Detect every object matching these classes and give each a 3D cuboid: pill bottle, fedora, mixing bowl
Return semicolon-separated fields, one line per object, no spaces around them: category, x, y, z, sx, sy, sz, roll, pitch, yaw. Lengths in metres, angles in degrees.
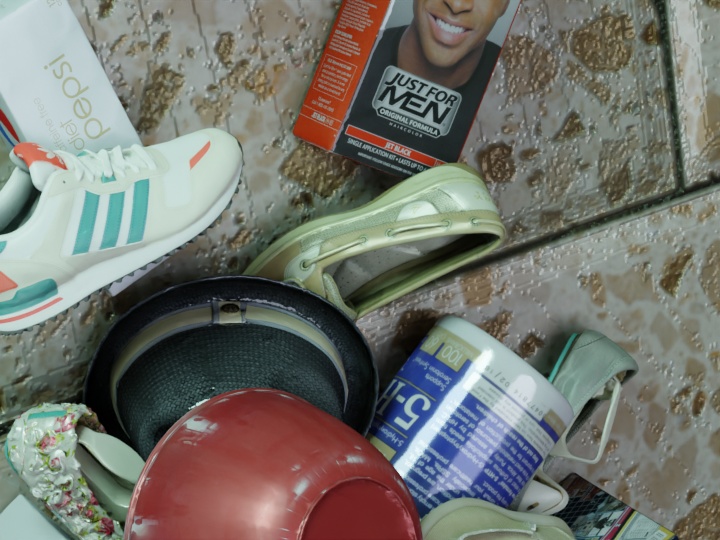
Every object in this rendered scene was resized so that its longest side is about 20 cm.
pill bottle;0.046;0.142;1.800;0.120;0.120;0.200;42;82;-32
fedora;-0.082;0.100;1.698;0.199;0.092;0.202;-4;120;-7
mixing bowl;-0.034;0.173;1.587;0.199;0.108;0.202;1;89;-40

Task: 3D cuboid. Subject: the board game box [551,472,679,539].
board game box;0.121;0.237;1.862;0.200;0.135;0.035;-35;120;-16

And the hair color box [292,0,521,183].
hair color box;0.041;-0.164;1.742;0.101;0.061;0.201;18;95;-32

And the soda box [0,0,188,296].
soda box;-0.185;-0.087;1.636;0.068;0.064;0.201;-35;119;-16

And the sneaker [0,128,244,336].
sneaker;-0.164;-0.046;1.580;0.199;0.070;0.094;-32;123;-14

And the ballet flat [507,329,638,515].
ballet flat;0.135;0.137;1.874;0.201;0.063;0.067;-58;167;-5

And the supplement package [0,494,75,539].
supplement package;-0.178;0.262;1.712;0.110;0.114;0.200;-48;121;-7

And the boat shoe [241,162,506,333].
boat shoe;0.002;0.001;1.733;0.200;0.063;0.073;-26;134;4

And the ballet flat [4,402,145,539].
ballet flat;-0.144;0.155;1.644;0.200;0.064;0.076;45;38;-31

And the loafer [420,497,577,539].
loafer;0.098;0.201;1.744;0.199;0.068;0.076;3;115;-50
